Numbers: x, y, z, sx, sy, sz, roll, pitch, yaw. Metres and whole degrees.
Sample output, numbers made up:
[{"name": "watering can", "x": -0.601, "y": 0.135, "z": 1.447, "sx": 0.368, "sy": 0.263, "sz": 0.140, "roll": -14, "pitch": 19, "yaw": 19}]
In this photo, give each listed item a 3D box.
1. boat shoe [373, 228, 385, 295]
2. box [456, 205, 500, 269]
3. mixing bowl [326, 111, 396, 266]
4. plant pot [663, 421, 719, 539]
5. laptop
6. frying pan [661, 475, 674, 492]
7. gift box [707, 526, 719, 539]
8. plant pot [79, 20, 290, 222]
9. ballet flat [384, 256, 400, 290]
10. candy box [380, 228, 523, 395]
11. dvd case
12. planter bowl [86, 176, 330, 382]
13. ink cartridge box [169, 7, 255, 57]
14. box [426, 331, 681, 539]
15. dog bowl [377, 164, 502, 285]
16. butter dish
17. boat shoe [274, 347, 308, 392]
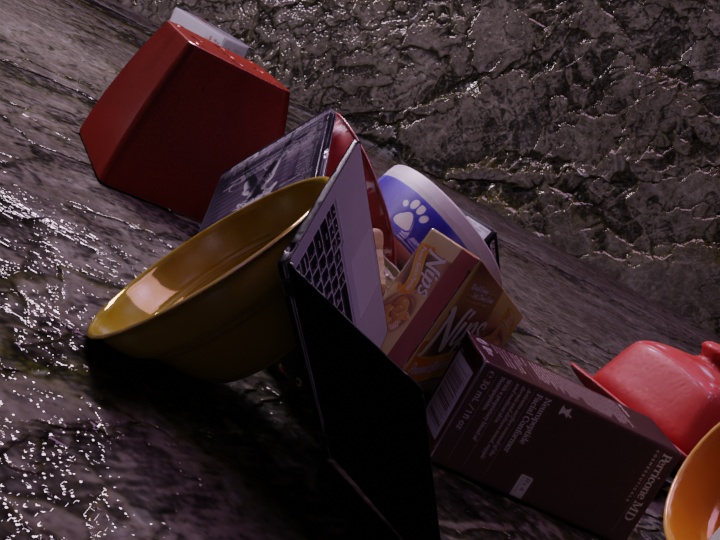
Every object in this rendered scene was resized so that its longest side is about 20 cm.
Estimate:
[{"name": "boat shoe", "x": -0.057, "y": -0.012, "z": 0.885, "sx": 0.199, "sy": 0.065, "sz": 0.071, "roll": 3, "pitch": -1, "yaw": 37}, {"name": "box", "x": 0.119, "y": -0.027, "z": 1.326, "sx": 0.159, "sy": 0.046, "sz": 0.200, "roll": 35, "pitch": -18, "yaw": 27}, {"name": "mixing bowl", "x": -0.048, "y": -0.064, "z": 1.064, "sx": 0.108, "sy": 0.201, "sz": 0.200, "roll": -20, "pitch": 29, "yaw": -11}, {"name": "plant pot", "x": 0.405, "y": 0.236, "z": 0.839, "sx": 0.183, "sy": 0.200, "sz": 0.200, "roll": 43, "pitch": 10, "yaw": -9}, {"name": "laptop", "x": 0.023, "y": 0.054, "z": 0.619, "sx": 0.115, "sy": 0.188, "sz": 0.200, "roll": 9, "pitch": 45, "yaw": 19}, {"name": "frying pan", "x": 0.317, "y": 0.213, "z": 1.051, "sx": 0.190, "sy": 0.031, "sz": 0.115, "roll": 35, "pitch": 10, "yaw": -32}, {"name": "gift box", "x": 0.331, "y": 0.207, "z": 0.619, "sx": 0.186, "sy": 0.185, "sz": 0.200, "roll": 33, "pitch": 6, "yaw": -26}, {"name": "plant pot", "x": -0.196, "y": -0.179, "z": 1.135, "sx": 0.199, "sy": 0.177, "sz": 0.200, "roll": 21, "pitch": 14, "yaw": -30}, {"name": "ballet flat", "x": 0.000, "y": 0.000, "z": 0.976, "sx": 0.200, "sy": 0.072, "sz": 0.072, "roll": 49, "pitch": -1, "yaw": -33}, {"name": "candy box", "x": 0.077, "y": 0.051, "z": 0.857, "sx": 0.055, "sy": 0.116, "sz": 0.200, "roll": 34, "pitch": -2, "yaw": 26}, {"name": "dvd case", "x": -0.094, "y": -0.083, "z": 0.948, "sx": 0.016, "sy": 0.148, "sz": 0.200, "roll": 53, "pitch": 21, "yaw": -24}, {"name": "planter bowl", "x": -0.086, "y": 0.021, "z": 0.678, "sx": 0.084, "sy": 0.200, "sz": 0.200, "roll": 59, "pitch": 5, "yaw": -15}, {"name": "ink cartridge box", "x": -0.430, "y": -0.659, "z": 2.748, "sx": 0.200, "sy": 0.084, "sz": 0.175, "roll": 34, "pitch": 14, "yaw": 21}, {"name": "box", "x": 0.158, "y": 0.144, "z": 0.815, "sx": 0.199, "sy": 0.101, "sz": 0.075, "roll": 25, "pitch": 13, "yaw": -15}, {"name": "dog bowl", "x": 0.076, "y": -0.026, "z": 1.159, "sx": 0.200, "sy": 0.079, "sz": 0.200, "roll": 48, "pitch": -10, "yaw": 11}, {"name": "butter dish", "x": 0.387, "y": 0.150, "z": 1.136, "sx": 0.199, "sy": 0.148, "sz": 0.200, "roll": 35, "pitch": 5, "yaw": -39}, {"name": "boat shoe", "x": -0.050, "y": 0.056, "z": 0.806, "sx": 0.073, "sy": 0.064, "sz": 0.201, "roll": -6, "pitch": 9, "yaw": -15}]
